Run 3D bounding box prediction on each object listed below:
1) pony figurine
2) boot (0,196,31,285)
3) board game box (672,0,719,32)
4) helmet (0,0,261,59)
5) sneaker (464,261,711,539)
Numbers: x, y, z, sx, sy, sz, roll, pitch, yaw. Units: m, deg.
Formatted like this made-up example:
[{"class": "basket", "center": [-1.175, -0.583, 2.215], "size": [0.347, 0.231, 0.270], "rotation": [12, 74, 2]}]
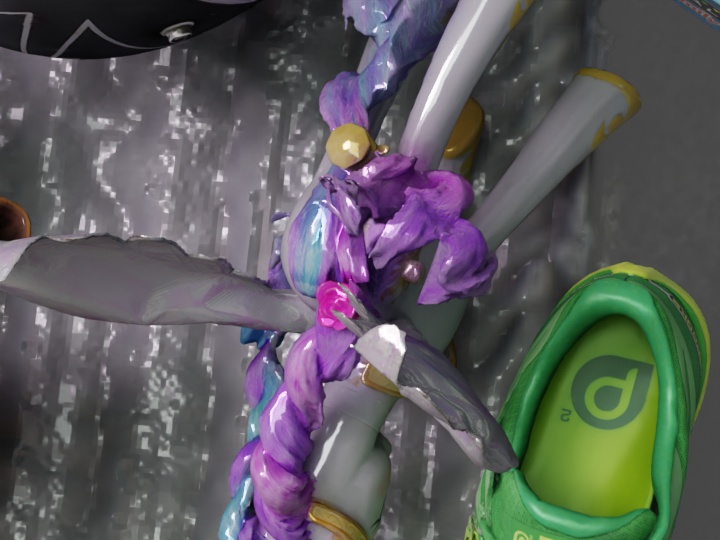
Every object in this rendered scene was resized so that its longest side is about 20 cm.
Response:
[{"class": "pony figurine", "center": [0.000, 0.000, 0.754], "size": [0.166, 0.193, 0.200], "rotation": [20, 78, 26]}, {"class": "boot", "center": [-0.173, 0.089, 0.779], "size": [0.200, 0.068, 0.188], "rotation": [-26, 37, 45]}, {"class": "board game box", "center": [0.156, -0.134, 0.787], "size": [0.200, 0.047, 0.151], "rotation": [33, 89, -1]}, {"class": "helmet", "center": [-0.076, -0.157, 0.757], "size": [0.191, 0.200, 0.200], "rotation": [-44, 73, 1]}, {"class": "sneaker", "center": [0.056, 0.093, 0.782], "size": [0.074, 0.084, 0.200], "rotation": [9, 83, 15]}]
